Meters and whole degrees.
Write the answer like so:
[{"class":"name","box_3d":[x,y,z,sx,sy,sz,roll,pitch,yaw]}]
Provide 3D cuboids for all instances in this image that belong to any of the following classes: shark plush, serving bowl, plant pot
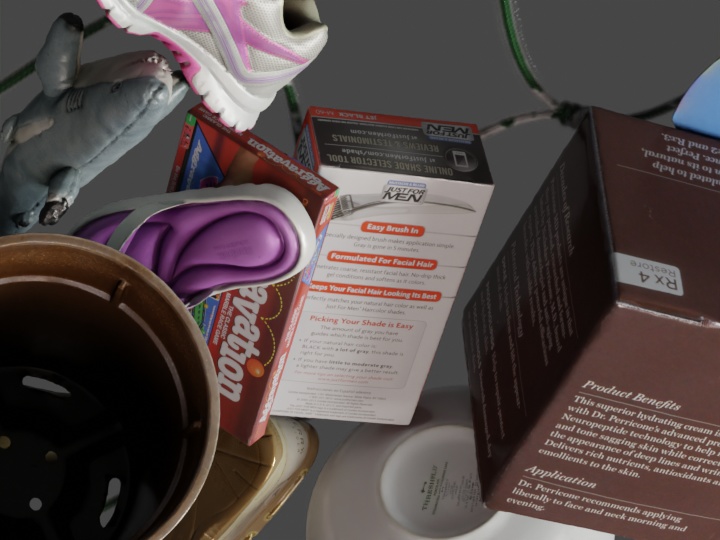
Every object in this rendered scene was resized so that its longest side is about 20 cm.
[{"class":"shark plush","box_3d":[-0.181,-0.062,1.520,0.200,0.083,0.091,-36,129,18]},{"class":"serving bowl","box_3d":[0.059,0.150,1.679,0.200,0.200,0.066,-16,143,1]},{"class":"plant pot","box_3d":[-0.194,0.103,1.562,0.200,0.201,0.198,-2,164,-12]}]

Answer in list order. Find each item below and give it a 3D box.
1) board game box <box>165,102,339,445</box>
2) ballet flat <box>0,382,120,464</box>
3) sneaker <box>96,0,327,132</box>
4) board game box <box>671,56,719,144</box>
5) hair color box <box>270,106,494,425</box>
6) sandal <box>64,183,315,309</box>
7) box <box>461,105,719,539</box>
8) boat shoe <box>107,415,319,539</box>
[{"class":"board game box","box_3d":[-0.081,0.005,1.603,0.103,0.019,0.200,31,130,17]},{"class":"ballet flat","box_3d":[-0.199,0.107,1.690,0.200,0.046,0.067,-2,130,-12]},{"class":"sneaker","box_3d":[-0.091,-0.166,1.461,0.088,0.081,0.200,-36,136,13]},{"class":"board game box","box_3d":[0.283,-0.092,1.635,0.158,0.039,0.200,-19,133,16]},{"class":"hair color box","box_3d":[0.000,0.000,1.632,0.111,0.064,0.200,6,130,-16]},{"class":"sandal","box_3d":[-0.118,-0.005,1.566,0.202,0.050,0.083,-21,104,35]},{"class":"box","box_3d":[0.178,0.040,1.618,0.166,0.164,0.200,14,133,-17]},{"class":"boat shoe","box_3d":[-0.098,0.162,1.747,0.069,0.074,0.200,0,147,-49]}]
